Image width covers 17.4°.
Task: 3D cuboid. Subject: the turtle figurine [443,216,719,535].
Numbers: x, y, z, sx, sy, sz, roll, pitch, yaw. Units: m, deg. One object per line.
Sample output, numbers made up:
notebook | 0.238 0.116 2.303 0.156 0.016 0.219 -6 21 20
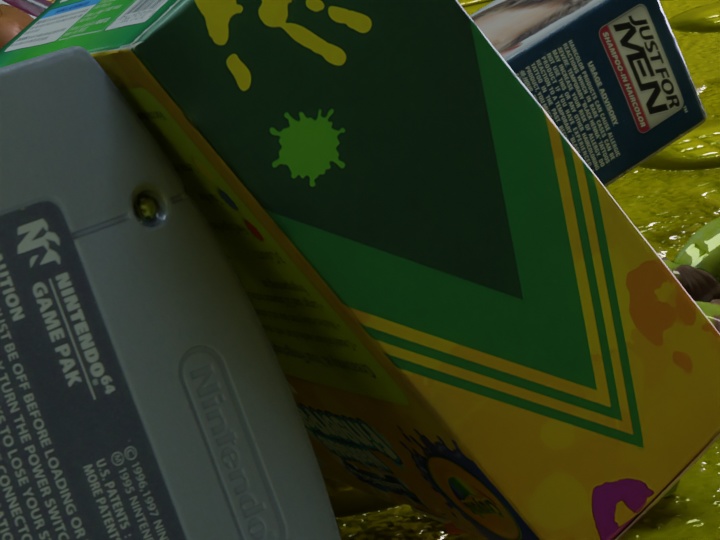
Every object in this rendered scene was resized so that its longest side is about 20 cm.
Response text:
turtle figurine | 0.077 0.018 0.785 0.161 0.065 0.200 -15 18 -16

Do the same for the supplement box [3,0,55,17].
supplement box | -0.086 -0.069 0.932 0.131 0.104 0.200 30 22 33

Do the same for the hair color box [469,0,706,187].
hair color box | 0.012 -0.031 0.820 0.200 0.061 0.100 -32 16 -26

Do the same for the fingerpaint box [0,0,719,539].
fingerpaint box | -0.007 -0.015 0.631 0.073 0.167 0.200 -43 14 -12

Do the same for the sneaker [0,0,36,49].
sneaker | -0.166 -0.076 0.802 0.199 0.073 0.085 8 -14 41

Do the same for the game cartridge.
game cartridge | -0.071 0.057 0.524 0.133 0.201 0.041 -21 1 -31
